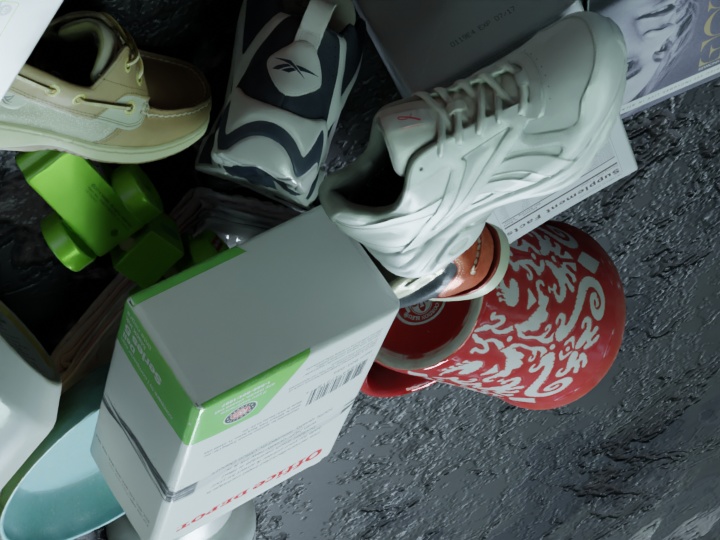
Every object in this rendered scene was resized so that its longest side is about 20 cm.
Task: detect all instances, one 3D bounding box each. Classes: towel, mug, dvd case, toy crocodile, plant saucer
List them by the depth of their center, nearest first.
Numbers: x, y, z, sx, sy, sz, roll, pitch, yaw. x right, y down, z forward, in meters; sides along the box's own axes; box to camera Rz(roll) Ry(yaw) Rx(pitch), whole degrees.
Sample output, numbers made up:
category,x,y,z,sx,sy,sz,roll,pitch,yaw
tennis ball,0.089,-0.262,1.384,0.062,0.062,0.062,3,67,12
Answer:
category,x,y,z,sx,sy,sz,roll,pitch,yaw
toy crocodile,-0.135,-0.019,1.336,0.067,0.062,0.200,-38,128,12
mug,-0.268,0.082,1.347,0.153,0.187,0.149,-42,116,4
dvd case,0.207,-0.172,1.416,0.148,0.016,0.200,-23,152,-10
plant saucer,-0.160,0.107,1.446,0.199,0.036,0.200,-33,160,-14
towel,-0.092,0.030,1.487,0.199,0.032,0.191,11,131,-46
mug,0.070,0.039,1.494,0.178,0.133,0.200,-56,153,12

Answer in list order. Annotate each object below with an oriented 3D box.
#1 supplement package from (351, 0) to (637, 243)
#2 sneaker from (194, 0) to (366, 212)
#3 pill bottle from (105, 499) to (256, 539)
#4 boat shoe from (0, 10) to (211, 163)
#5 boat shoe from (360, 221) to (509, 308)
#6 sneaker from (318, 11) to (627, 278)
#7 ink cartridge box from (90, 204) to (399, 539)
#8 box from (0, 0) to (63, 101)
category,x,y,z,sx,sy,sz,roll,pitch,yaw
supplement package,0.081,-0.120,1.333,0.113,0.110,0.200,-29,149,1
sneaker,-0.041,-0.110,1.278,0.199,0.079,0.131,84,28,-86
pill bottle,-0.132,0.202,1.627,0.110,0.111,0.201,-20,148,-15
boat shoe,-0.152,-0.105,1.196,0.199,0.074,0.067,-5,135,-48
boat shoe,0.000,0.000,1.372,0.199,0.072,0.062,-13,162,42
sneaker,0.059,-0.073,1.207,0.200,0.078,0.099,-42,142,22
ink cartridge box,-0.074,0.067,1.322,0.145,0.084,0.200,-26,160,-27
box,-0.245,-0.108,1.074,0.101,0.113,0.200,1,138,-43
